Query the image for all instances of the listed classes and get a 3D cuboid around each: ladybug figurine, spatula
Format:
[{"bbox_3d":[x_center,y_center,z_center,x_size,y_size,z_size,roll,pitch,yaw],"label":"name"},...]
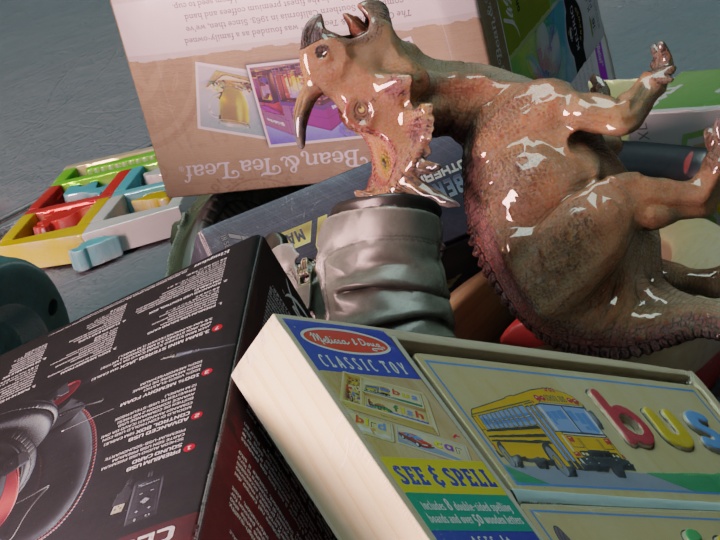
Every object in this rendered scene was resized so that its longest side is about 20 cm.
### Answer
[{"bbox_3d":[0.093,0.036,0.836,0.135,0.072,0.200,0,25,37],"label":"ladybug figurine"},{"bbox_3d":[0.166,-0.041,0.861,0.200,0.057,0.021,11,-13,43],"label":"spatula"}]

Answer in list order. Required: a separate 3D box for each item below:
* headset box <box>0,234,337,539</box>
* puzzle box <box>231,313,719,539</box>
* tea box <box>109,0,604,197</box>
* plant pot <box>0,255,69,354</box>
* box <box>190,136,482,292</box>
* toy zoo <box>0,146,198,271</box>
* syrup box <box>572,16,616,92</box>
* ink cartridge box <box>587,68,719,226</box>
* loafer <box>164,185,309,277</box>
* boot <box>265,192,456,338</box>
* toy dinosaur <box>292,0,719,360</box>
[{"bbox_3d":[-0.083,0.090,0.575,0.148,0.075,0.200,-25,23,14],"label":"headset box"},{"bbox_3d":[0.070,0.073,0.577,0.200,0.025,0.133,9,35,-46],"label":"puzzle box"},{"bbox_3d":[0.003,-0.142,1.074,0.199,0.134,0.197,-5,25,23],"label":"tea box"},{"bbox_3d":[-0.244,0.049,0.924,0.187,0.201,0.200,9,28,22],"label":"plant pot"},{"bbox_3d":[0.000,0.000,0.912,0.157,0.051,0.200,-23,-10,-14],"label":"box"},{"bbox_3d":[-0.165,-0.044,1.357,0.131,0.021,0.200,-12,19,14],"label":"toy zoo"},{"bbox_3d":[0.064,-0.085,1.186,0.079,0.082,0.200,7,29,44],"label":"syrup box"},{"bbox_3d":[0.184,-0.037,0.918,0.200,0.104,0.059,0,24,40],"label":"ink cartridge box"},{"bbox_3d":[-0.070,-0.011,1.135,0.070,0.075,0.200,-44,9,24],"label":"loafer"},{"bbox_3d":[-0.035,0.066,0.713,0.200,0.131,0.068,-31,-29,23],"label":"boot"},{"bbox_3d":[0.068,-0.020,0.762,0.135,0.086,0.200,-27,62,-12],"label":"toy dinosaur"}]
